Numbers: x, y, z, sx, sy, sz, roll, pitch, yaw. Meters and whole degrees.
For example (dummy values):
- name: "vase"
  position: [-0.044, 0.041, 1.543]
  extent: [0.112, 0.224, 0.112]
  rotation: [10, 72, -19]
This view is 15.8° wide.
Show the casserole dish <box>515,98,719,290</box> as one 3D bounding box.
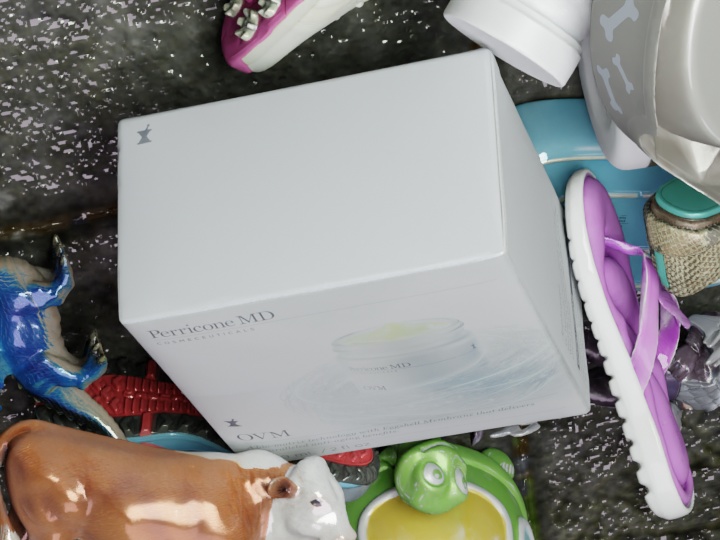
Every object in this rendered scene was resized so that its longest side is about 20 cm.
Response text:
- name: "casserole dish"
  position: [0.150, -0.037, 1.472]
  extent: [0.199, 0.039, 0.122]
  rotation: [1, 125, -11]

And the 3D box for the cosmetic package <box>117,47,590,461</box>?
- name: "cosmetic package"
  position: [0.000, 0.000, 1.349]
  extent: [0.198, 0.124, 0.200]
  rotation: [-10, 151, 14]

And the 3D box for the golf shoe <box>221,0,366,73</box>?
- name: "golf shoe"
  position: [0.010, -0.167, 1.325]
  extent: [0.091, 0.076, 0.200]
  rotation: [28, 117, -32]

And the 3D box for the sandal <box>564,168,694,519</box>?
- name: "sandal"
  position: [0.159, 0.036, 1.428]
  extent: [0.050, 0.082, 0.204]
  rotation: [-14, 105, 16]

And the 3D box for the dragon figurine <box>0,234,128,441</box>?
- name: "dragon figurine"
  position: [-0.193, 0.045, 1.423]
  extent: [0.099, 0.059, 0.201]
  rotation: [-22, 106, -5]

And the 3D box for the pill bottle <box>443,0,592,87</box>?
- name: "pill bottle"
  position: [0.120, -0.192, 1.261]
  extent: [0.111, 0.111, 0.201]
  rotation: [32, 89, -30]

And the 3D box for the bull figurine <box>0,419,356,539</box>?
- name: "bull figurine"
  position: [-0.105, 0.141, 1.392]
  extent: [0.199, 0.065, 0.122]
  rotation: [13, 96, -2]

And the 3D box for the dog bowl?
- name: "dog bowl"
  position: [0.189, -0.131, 1.235]
  extent: [0.199, 0.059, 0.201]
  rotation: [-22, 126, -35]

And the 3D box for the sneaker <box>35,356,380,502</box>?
- name: "sneaker"
  position: [-0.088, 0.107, 1.505]
  extent: [0.199, 0.080, 0.096]
  rotation: [9, 133, 4]

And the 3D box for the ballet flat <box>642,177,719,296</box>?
- name: "ballet flat"
  position: [0.232, -0.045, 1.425]
  extent: [0.199, 0.068, 0.076]
  rotation: [-31, 133, -28]

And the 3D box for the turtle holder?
- name: "turtle holder"
  position: [0.048, 0.173, 1.545]
  extent: [0.140, 0.132, 0.186]
  rotation: [17, 124, -23]

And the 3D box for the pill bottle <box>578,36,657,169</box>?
- name: "pill bottle"
  position: [0.220, -0.124, 1.374]
  extent: [0.199, 0.113, 0.113]
  rotation: [-10, 128, -5]

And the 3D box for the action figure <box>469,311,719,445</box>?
- name: "action figure"
  position: [0.164, 0.062, 1.525]
  extent: [0.199, 0.070, 0.130]
  rotation: [3, 139, -6]
